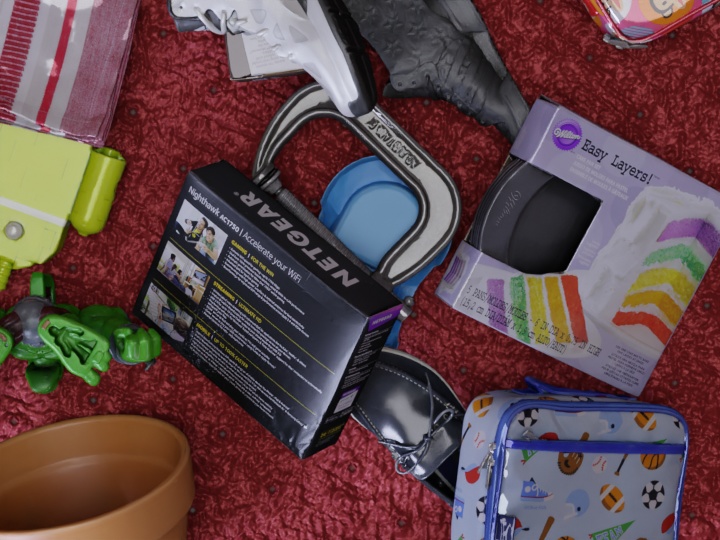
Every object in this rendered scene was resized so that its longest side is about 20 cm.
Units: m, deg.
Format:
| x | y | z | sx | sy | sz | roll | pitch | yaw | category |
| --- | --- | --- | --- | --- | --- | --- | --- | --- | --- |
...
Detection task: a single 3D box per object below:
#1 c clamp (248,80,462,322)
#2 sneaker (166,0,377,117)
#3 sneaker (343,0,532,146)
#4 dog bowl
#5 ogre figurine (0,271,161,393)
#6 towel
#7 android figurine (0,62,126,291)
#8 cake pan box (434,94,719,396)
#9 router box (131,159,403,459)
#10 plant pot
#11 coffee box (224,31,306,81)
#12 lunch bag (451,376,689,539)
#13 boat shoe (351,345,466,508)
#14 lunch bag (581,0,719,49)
| x | y | z | sx | sy | sz | roll | pitch | yaw | category |
| --- | --- | --- | --- | --- | --- | --- | --- | --- | --- |
| -0.013 | -0.045 | 1.641 | 0.171 | 0.027 | 0.200 | -40 | 93 | 4 | c clamp |
| -0.074 | -0.187 | 1.554 | 0.115 | 0.076 | 0.201 | -30 | 86 | 12 | sneaker |
| 0.064 | -0.159 | 1.665 | 0.104 | 0.060 | 0.200 | -27 | 88 | 2 | sneaker |
| 0.000 | 0.000 | 1.683 | 0.111 | 0.050 | 0.200 | 27 | 96 | -1 | dog bowl |
| -0.259 | 0.054 | 1.660 | 0.200 | 0.120 | 0.098 | -20 | 98 | 5 | ogre figurine |
| -0.286 | -0.190 | 1.651 | 0.200 | 0.023 | 0.144 | 13 | 79 | -7 | towel |
| -0.290 | -0.084 | 1.689 | 0.182 | 0.041 | 0.200 | 21 | 93 | -1 | android figurine |
| 0.180 | -0.019 | 1.646 | 0.200 | 0.052 | 0.184 | 27 | 93 | -22 | cake pan box |
| -0.077 | 0.030 | 1.623 | 0.200 | 0.051 | 0.149 | 39 | 124 | 21 | router box |
| -0.223 | 0.221 | 1.648 | 0.200 | 0.200 | 0.140 | -9 | 111 | 2 | plant pot |
| -0.075 | -0.253 | 1.631 | 0.080 | 0.114 | 0.200 | -8 | 94 | 2 | coffee box |
| 0.167 | 0.168 | 1.642 | 0.200 | 0.076 | 0.160 | 5 | 96 | -30 | lunch bag |
| 0.056 | 0.133 | 1.660 | 0.075 | 0.062 | 0.200 | -42 | 110 | 9 | boat shoe |
| 0.213 | -0.282 | 1.636 | 0.176 | 0.082 | 0.200 | -30 | 94 | 4 | lunch bag |
